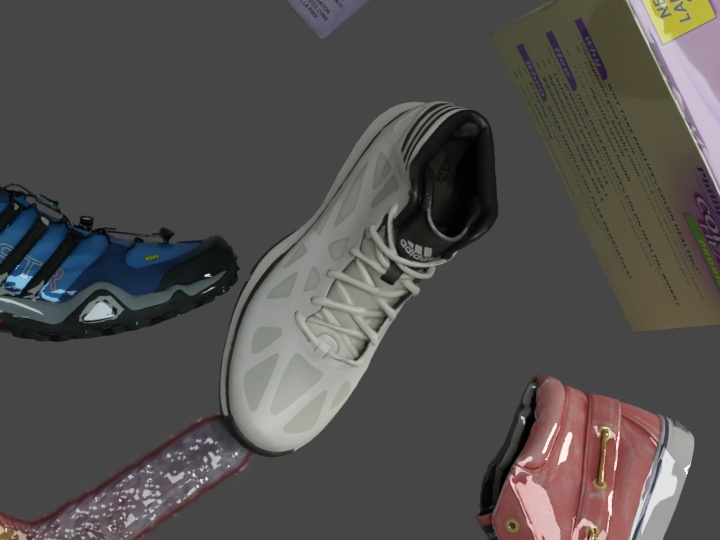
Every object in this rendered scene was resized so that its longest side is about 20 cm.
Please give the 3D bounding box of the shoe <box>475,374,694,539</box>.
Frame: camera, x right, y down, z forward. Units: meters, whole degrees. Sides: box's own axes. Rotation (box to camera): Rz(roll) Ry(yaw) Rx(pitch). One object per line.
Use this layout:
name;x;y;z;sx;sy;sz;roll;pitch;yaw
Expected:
shoe;0.094;0.156;1.349;0.090;0.071;0.201;22;79;-8

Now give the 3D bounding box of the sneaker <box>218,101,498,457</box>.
sneaker;0.000;0.000;1.304;0.075;0.115;0.201;32;81;-11

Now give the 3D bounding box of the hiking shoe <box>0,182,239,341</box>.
hiking shoe;-0.157;-0.008;1.286;0.199;0.074;0.087;-7;90;-14

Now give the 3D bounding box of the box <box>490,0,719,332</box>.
box;0.168;-0.071;1.307;0.096;0.200;0.177;-27;93;-13

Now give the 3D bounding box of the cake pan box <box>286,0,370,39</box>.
cake pan box;-0.013;-0.247;1.307;0.184;0.052;0.200;-37;98;13
